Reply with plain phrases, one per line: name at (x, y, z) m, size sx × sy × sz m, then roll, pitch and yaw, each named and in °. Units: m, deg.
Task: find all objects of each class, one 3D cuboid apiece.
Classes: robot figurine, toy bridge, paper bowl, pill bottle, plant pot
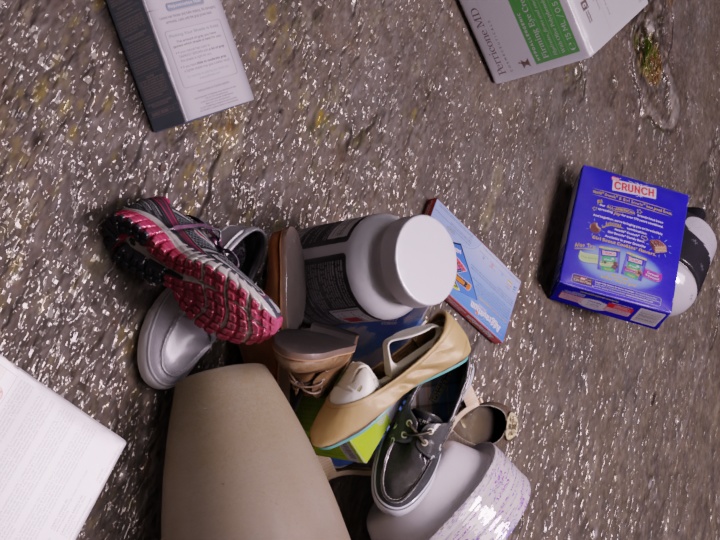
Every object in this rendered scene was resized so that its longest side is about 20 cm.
robot figurine at (0.492, -0.017, 1.701) m, size 0.150 × 0.125 × 0.200 m, roll 38°, pitch 56°, yaw -6°
toy bridge at (0.049, 0.187, 1.186) m, size 0.200 × 0.027 × 0.067 m, roll -24°, pitch 92°, yaw -9°
paper bowl at (0.087, 0.272, 1.204) m, size 0.104 × 0.201 × 0.201 m, roll 45°, pitch 52°, yaw -2°
pill bottle at (0.000, 0.000, 1.155) m, size 0.116 × 0.200 × 0.117 m, roll 7°, pitch 79°, yaw -43°
plant pot at (-0.118, 0.200, 1.043) m, size 0.187 × 0.187 × 0.200 m, roll 1°, pitch 69°, yaw -45°

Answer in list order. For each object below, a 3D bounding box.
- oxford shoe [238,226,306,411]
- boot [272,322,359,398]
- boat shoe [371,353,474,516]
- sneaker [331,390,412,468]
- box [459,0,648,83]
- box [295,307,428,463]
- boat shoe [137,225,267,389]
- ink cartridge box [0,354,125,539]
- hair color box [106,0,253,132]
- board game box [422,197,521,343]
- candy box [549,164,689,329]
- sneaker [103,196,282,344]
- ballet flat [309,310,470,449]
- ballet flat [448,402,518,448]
oxford shoe at (-0.096, 0.050, 1.113) m, size 0.071 × 0.071 × 0.201 m, roll -37°, pitch 133°, yaw -70°
boot at (-0.045, 0.097, 1.069) m, size 0.200 × 0.073 × 0.076 m, roll 9°, pitch 98°, yaw -79°
boat shoe at (0.066, 0.163, 1.136) m, size 0.057 × 0.069 × 0.200 m, roll 88°, pitch 27°, yaw -64°
sneaker at (0.041, 0.163, 1.232) m, size 0.200 × 0.111 × 0.077 m, roll -29°, pitch 104°, yaw -43°
box at (0.261, -0.405, 1.497) m, size 0.200 × 0.171 × 0.199 m, roll -43°, pitch 113°, yaw -39°
box at (-0.002, 0.117, 1.189) m, size 0.200 × 0.122 × 0.048 m, roll -55°, pitch 130°, yaw -34°
boat shoe at (-0.155, 0.034, 1.089) m, size 0.072 × 0.068 × 0.200 m, roll 52°, pitch 52°, yaw -26°
ink cartridge box at (-0.321, 0.168, 0.924) m, size 0.200 × 0.050 × 0.161 m, roll 41°, pitch 57°, yaw -28°
hair color box at (-0.195, -0.255, 1.101) m, size 0.099 × 0.061 × 0.200 m, roll -28°, pitch 104°, yaw -44°
board game box at (0.141, 0.003, 1.421) m, size 0.200 × 0.019 × 0.103 m, roll 41°, pitch 56°, yaw -33°
candy box at (0.382, -0.036, 1.569) m, size 0.169 × 0.077 × 0.200 m, roll 16°, pitch 67°, yaw 1°
sneaker at (-0.153, -0.008, 1.034) m, size 0.200 × 0.081 × 0.075 m, roll 38°, pitch 43°, yaw 13°
ballet flat at (0.022, 0.106, 1.093) m, size 0.200 × 0.069 × 0.063 m, roll -32°, pitch 113°, yaw -20°
ballet flat at (0.146, 0.198, 1.376) m, size 0.200 × 0.046 × 0.068 m, roll 15°, pitch 74°, yaw -42°
